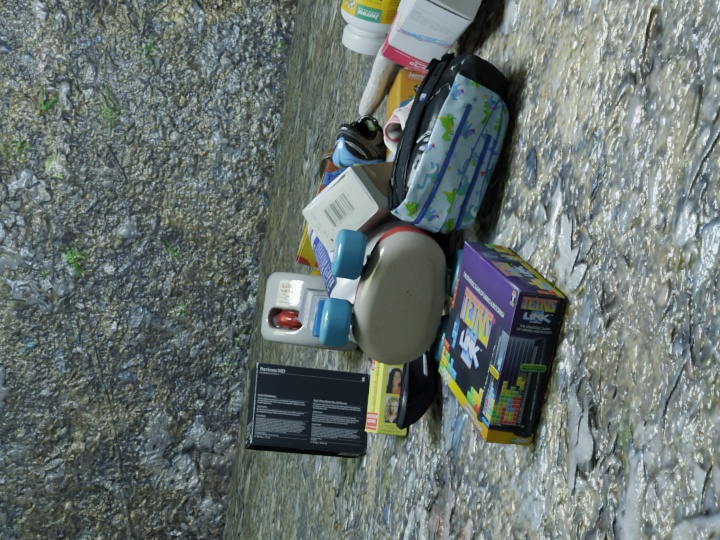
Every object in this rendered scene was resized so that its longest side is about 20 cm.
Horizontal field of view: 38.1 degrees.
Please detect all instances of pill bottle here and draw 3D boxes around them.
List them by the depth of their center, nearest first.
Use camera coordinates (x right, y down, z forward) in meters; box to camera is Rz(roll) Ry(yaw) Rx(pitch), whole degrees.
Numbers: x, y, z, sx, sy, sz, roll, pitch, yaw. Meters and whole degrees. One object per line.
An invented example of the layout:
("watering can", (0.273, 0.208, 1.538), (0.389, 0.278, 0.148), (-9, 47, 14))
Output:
("pill bottle", (0.000, 0.000, 1.518), (0.116, 0.115, 0.201), (112, 147, -49))
("pill bottle", (0.027, -0.497, 1.869), (0.113, 0.112, 0.201), (-103, 24, -56))

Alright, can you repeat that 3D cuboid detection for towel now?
("towel", (0.056, -0.350, 1.669), (0.201, 0.034, 0.133), (-60, -5, -39))

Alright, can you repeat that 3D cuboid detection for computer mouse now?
("computer mouse", (0.087, 0.115, 1.430), (0.201, 0.046, 0.141), (-80, 1, -51))

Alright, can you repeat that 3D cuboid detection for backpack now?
("backpack", (0.106, -0.147, 1.292), (0.201, 0.153, 0.163), (-57, 14, -7))

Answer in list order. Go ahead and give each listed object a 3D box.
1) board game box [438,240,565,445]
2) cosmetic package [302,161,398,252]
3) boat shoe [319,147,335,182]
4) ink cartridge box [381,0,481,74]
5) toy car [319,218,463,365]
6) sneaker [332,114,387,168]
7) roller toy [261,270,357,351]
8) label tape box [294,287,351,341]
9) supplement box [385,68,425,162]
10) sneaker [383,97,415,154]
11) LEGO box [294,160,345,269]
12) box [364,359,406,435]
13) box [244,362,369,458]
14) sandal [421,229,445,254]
("board game box", (0.148, 0.074, 1.142), (0.200, 0.056, 0.167), (-124, 41, -71))
("cosmetic package", (0.021, -0.093, 1.433), (0.105, 0.200, 0.071), (-40, 78, 28))
("boat shoe", (-0.007, -0.142, 1.720), (0.200, 0.071, 0.068), (54, -140, -45))
("ink cartridge box", (0.110, -0.375, 1.421), (0.148, 0.085, 0.200), (-68, 10, -14))
("toy car", (0.047, 0.009, 1.366), (0.200, 0.183, 0.178), (-97, 17, -69))
("sneaker", (0.025, -0.203, 1.643), (0.199, 0.070, 0.083), (-12, -72, -58))
("roller toy", (-0.085, 0.069, 1.899), (0.200, 0.181, 0.141), (172, 105, -77))
("label tape box", (-0.023, 0.070, 1.707), (0.200, 0.143, 0.064), (-153, 71, -77))
("supplement box", (0.077, -0.204, 1.592), (0.069, 0.066, 0.201), (126, 148, -65))
("sneaker", (0.085, -0.227, 1.485), (0.076, 0.104, 0.201), (109, 164, -49))
("LEGO box", (-0.012, -0.070, 1.693), (0.200, 0.148, 0.078), (116, 171, -57))
("box", (0.047, 0.146, 1.571), (0.075, 0.050, 0.202), (161, 115, -75))
("box", (-0.092, 0.243, 1.797), (0.079, 0.198, 0.142), (133, 143, -69))
("sandal", (0.082, -0.032, 1.512), (0.200, 0.048, 0.076), (-128, 47, -74))
